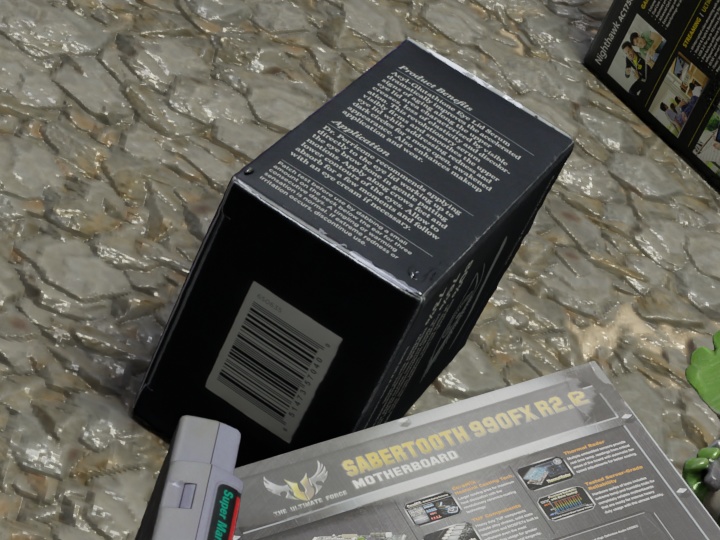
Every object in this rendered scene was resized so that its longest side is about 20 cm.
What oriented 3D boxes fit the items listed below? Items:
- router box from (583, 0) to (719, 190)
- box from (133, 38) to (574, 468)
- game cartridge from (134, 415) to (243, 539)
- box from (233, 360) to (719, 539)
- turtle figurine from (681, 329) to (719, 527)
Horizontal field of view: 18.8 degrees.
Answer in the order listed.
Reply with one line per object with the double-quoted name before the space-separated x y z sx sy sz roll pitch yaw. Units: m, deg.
"router box" 0.243 -0.171 1.388 0.051 0.200 0.149 -15 52 -42
"box" 0.000 0.000 1.047 0.104 0.148 0.200 32 33 9
"game cartridge" -0.082 0.160 0.794 0.038 0.130 0.200 21 35 -9
"box" 0.048 0.129 0.925 0.200 0.048 0.158 -16 43 -18
"turtle figurine" 0.230 0.073 1.089 0.144 0.194 0.200 6 57 28
